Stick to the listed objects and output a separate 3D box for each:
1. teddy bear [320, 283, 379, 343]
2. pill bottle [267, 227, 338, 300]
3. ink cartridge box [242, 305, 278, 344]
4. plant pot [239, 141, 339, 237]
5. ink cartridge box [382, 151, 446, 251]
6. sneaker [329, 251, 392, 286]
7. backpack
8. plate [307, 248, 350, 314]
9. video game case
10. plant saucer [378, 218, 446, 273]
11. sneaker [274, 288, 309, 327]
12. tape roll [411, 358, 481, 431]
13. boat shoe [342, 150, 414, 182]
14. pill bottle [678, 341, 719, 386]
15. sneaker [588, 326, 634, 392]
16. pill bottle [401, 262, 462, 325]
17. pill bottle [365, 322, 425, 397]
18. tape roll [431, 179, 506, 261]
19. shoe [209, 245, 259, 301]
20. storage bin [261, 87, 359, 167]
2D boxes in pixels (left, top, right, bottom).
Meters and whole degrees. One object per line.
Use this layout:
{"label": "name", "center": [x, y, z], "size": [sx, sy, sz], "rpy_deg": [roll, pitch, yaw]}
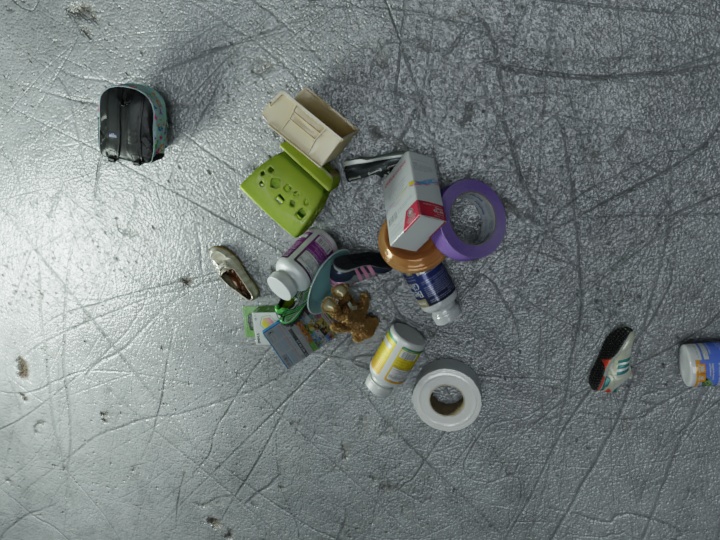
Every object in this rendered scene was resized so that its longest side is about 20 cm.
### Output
{"label": "teddy bear", "center": [-0.034, 0.119, 1.691], "size": [0.199, 0.066, 0.147], "rpy_deg": [26, 77, -38]}
{"label": "pill bottle", "center": [-0.159, -0.016, 1.619], "size": [0.112, 0.200, 0.113], "rpy_deg": [30, 148, 21]}
{"label": "ink cartridge box", "center": [-0.266, 0.163, 1.780], "size": [0.198, 0.059, 0.105], "rpy_deg": [-1, 107, 11]}
{"label": "plant pot", "center": [-0.168, -0.229, 1.568], "size": [0.199, 0.200, 0.182], "rpy_deg": [42, 103, -4]}
{"label": "ink cartridge box", "center": [0.131, -0.173, 1.496], "size": [0.085, 0.202, 0.148], "rpy_deg": [11, 147, -24]}
{"label": "sneaker", "center": [0.000, 0.000, 1.635], "size": [0.198, 0.070, 0.083], "rpy_deg": [-3, 133, -33]}
{"label": "backpack", "center": [-0.615, -0.404, 1.619], "size": [0.175, 0.151, 0.202], "rpy_deg": [9, 116, 5]}
{"label": "plate", "center": [-0.090, 0.027, 1.636], "size": [0.025, 0.200, 0.202], "rpy_deg": [28, 112, 21]}
{"label": "video game case", "center": [-0.165, 0.177, 1.730], "size": [0.199, 0.018, 0.144], "rpy_deg": [-33, 112, -6]}
{"label": "plant saucer", "center": [0.141, -0.090, 1.565], "size": [0.198, 0.038, 0.202], "rpy_deg": [-5, 63, 10]}
{"label": "sneaker", "center": [-0.168, 0.059, 1.674], "size": [0.077, 0.201, 0.085], "rpy_deg": [18, 156, 27]}
{"label": "tape roll", "center": [0.253, 0.363, 1.737], "size": [0.200, 0.071, 0.205], "rpy_deg": [3, 109, 10]}
{"label": "boat shoe", "center": [0.051, -0.275, 1.575], "size": [0.198, 0.076, 0.061], "rpy_deg": [-4, 107, 25]}
{"label": "pill bottle", "center": [0.944, 0.240, 1.539], "size": [0.198, 0.112, 0.113], "rpy_deg": [-6, 106, 14]}
{"label": "sneaker", "center": [0.705, 0.247, 1.621], "size": [0.092, 0.070, 0.202], "rpy_deg": [15, 109, -13]}
{"label": "pill bottle", "center": [0.196, 0.044, 1.623], "size": [0.110, 0.111, 0.201], "rpy_deg": [-27, 100, 18]}
{"label": "pill bottle", "center": [0.095, 0.262, 1.713], "size": [0.112, 0.113, 0.201], "rpy_deg": [28, 110, 1]}
{"label": "tape roll", "center": [0.272, -0.127, 1.519], "size": [0.198, 0.066, 0.203], "rpy_deg": [3, 82, -22]}
{"label": "shoe", "center": [-0.374, 0.010, 1.756], "size": [0.070, 0.053, 0.200], "rpy_deg": [-39, 97, 19]}
{"label": "storage bin", "center": [-0.123, -0.371, 1.508], "size": [0.198, 0.200, 0.094], "rpy_deg": [39, 113, -3]}
